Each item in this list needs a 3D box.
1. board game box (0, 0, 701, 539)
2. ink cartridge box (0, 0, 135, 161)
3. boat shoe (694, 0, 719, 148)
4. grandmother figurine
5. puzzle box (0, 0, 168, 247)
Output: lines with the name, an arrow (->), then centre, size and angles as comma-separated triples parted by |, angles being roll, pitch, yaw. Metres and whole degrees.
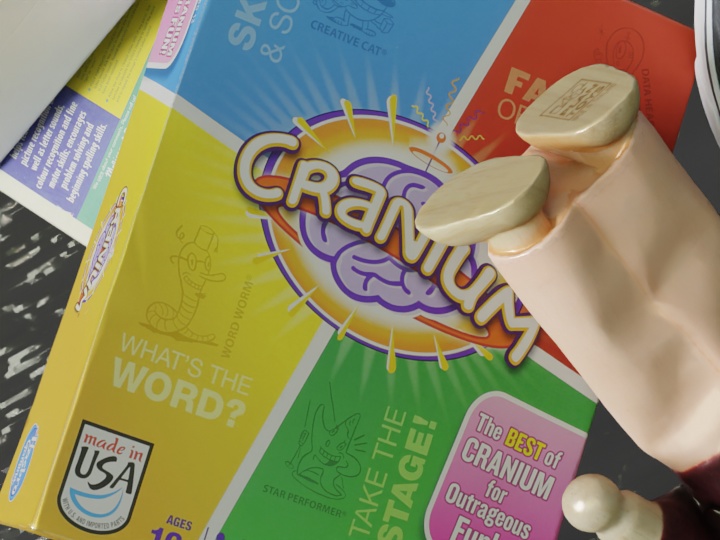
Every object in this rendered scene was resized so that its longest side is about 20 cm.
board game box -> 0.000, 0.000, 0.774 | 0.153, 0.040, 0.200 | 20, 81, -21
ink cartridge box -> -0.147, -0.143, 0.804 | 0.145, 0.087, 0.200 | -45, 61, 40
boat shoe -> 0.131, -0.082, 0.745 | 0.072, 0.068, 0.200 | -7, 120, 0
grandmother figurine -> 0.105, 0.037, 0.768 | 0.121, 0.061, 0.200 | -39, 111, -8
puzzle box -> -0.071, -0.115, 0.840 | 0.133, 0.025, 0.200 | 32, 101, 34
